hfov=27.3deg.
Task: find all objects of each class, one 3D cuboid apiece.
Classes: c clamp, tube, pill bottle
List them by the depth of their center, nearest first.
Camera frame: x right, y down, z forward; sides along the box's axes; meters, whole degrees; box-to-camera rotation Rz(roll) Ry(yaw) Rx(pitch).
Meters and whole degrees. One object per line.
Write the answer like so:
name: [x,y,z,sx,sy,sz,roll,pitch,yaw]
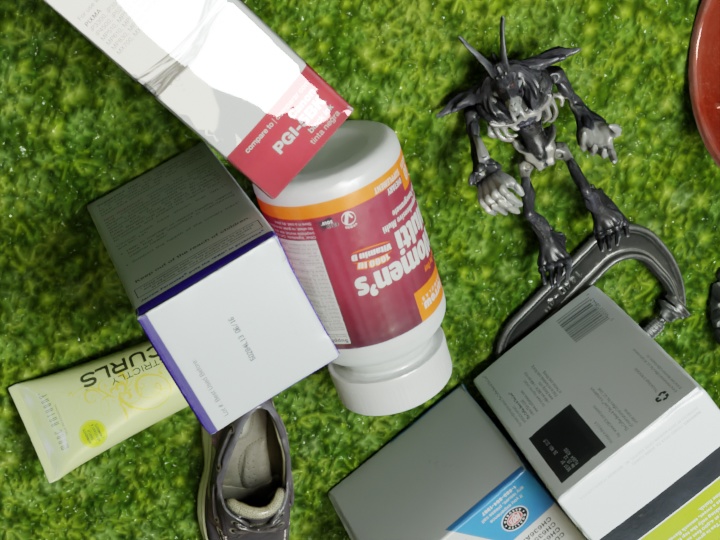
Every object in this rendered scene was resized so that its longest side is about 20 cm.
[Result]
pill bottle: [0.000,0.000,1.084,0.109,0.110,0.200,-23,118,-9]
tube: [-0.153,0.082,1.097,0.200,0.058,0.052,-23,134,-7]
c clamp: [0.201,0.063,1.236,0.171,0.027,0.200,36,98,-24]

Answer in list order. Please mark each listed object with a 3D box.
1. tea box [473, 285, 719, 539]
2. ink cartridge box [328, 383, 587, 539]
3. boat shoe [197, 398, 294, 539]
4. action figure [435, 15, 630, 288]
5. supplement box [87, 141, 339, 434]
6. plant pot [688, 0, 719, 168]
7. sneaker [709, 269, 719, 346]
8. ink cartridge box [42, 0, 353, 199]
tea box: [0.218,0.151,1.150,0.134,0.200,0.197,-38,116,3]
ink cartridge box: [0.103,0.230,1.199,0.147,0.145,0.200,-40,119,0]
boat shoe: [-0.087,0.174,1.152,0.072,0.065,0.200,-7,114,-17]
action figure: [0.136,-0.088,1.103,0.119,0.102,0.200,-28,121,6]
supplement box: [-0.104,0.005,0.997,0.103,0.200,0.101,-31,120,-7]
plant pot: [0.390,-0.155,1.124,0.195,0.201,0.201,-2,113,-28]
sneaker: [0.370,-0.008,1.237,0.090,0.078,0.200,20,106,-33]
ink cartridge box: [-0.117,-0.155,0.954,0.083,0.147,0.200,-47,120,3]
